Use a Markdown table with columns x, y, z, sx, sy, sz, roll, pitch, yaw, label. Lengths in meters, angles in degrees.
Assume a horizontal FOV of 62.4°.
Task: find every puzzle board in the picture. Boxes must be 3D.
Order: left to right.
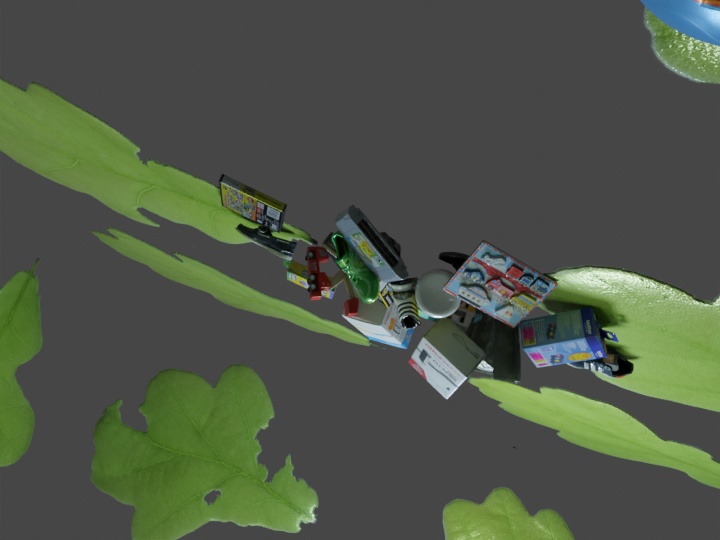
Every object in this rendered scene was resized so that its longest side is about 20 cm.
| x | y | z | sx | sy | sz | roll | pitch | yaw | label |
| --- | --- | --- | --- | --- | --- | --- | --- | --- | --- |
| 0.298 | 0.036 | 1.274 | 0.197 | 0.018 | 0.151 | 28 | 125 | -13 | puzzle board |

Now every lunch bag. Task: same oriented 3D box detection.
| x | y | z | sx | sy | sz | roll | pitch | yaw | label |
| --- | --- | --- | --- | --- | --- | --- | --- | --- | --- |
| 0.310 | 0.177 | 1.592 | 0.117 | 0.167 | 0.199 | 33 | 160 | -28 | lunch bag |

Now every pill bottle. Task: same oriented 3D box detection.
| x | y | z | sx | sy | sz | roll | pitch | yaw | label |
| --- | --- | --- | --- | --- | --- | --- | --- | --- | --- |
| 0.191 | 0.052 | 1.415 | 0.107 | 0.111 | 0.200 | 19 | -177 | 11 | pill bottle |

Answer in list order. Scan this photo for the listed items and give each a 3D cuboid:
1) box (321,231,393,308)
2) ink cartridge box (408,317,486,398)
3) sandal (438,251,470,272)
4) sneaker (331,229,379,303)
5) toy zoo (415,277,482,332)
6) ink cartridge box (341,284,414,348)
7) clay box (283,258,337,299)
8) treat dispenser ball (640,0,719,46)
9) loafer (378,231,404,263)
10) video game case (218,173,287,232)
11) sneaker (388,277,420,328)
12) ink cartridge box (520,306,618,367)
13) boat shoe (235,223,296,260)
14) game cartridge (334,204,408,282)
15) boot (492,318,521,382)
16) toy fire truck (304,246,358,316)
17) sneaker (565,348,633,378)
| x | y | z | sx | sy | sz | roll | pitch | yaw | label |
| --- | --- | --- | --- | --- | --- | --- | --- | --- | --- |
| 0.000 | 0.000 | 1.569 | 0.199 | 0.050 | 0.160 | 39 | 173 | 26 | box |
| 0.213 | 0.222 | 1.498 | 0.144 | 0.084 | 0.201 | 42 | 155 | 14 | ink cartridge box |
| 0.264 | 0.013 | 1.355 | 0.197 | 0.046 | 0.075 | 28 | 165 | -15 | sandal |
| -0.020 | -0.008 | 1.435 | 0.083 | 0.203 | 0.074 | -2 | 149 | -49 | sneaker |
| 0.219 | 0.092 | 1.538 | 0.196 | 0.132 | 0.021 | 19 | 126 | 9 | toy zoo |
| 0.067 | 0.120 | 1.783 | 0.142 | 0.150 | 0.200 | 12 | 161 | 34 | ink cartridge box |
| -0.175 | 0.028 | 2.009 | 0.197 | 0.048 | 0.115 | 23 | 163 | 0 | clay box |
| 0.242 | -0.231 | 0.330 | 0.197 | 0.204 | 0.201 | 21 | 164 | 6 | treat dispenser ball |
| 0.071 | -0.047 | 1.441 | 0.072 | 0.062 | 0.201 | 50 | 170 | 23 | loafer |
| -0.285 | -0.172 | 1.571 | 0.178 | 0.026 | 0.200 | 25 | 165 | -5 | video game case |
| 0.108 | 0.080 | 1.451 | 0.074 | 0.118 | 0.200 | -7 | -179 | 9 | sneaker |
| 0.482 | 0.154 | 1.368 | 0.197 | 0.078 | 0.136 | -16 | 146 | 26 | ink cartridge box |
| -0.273 | -0.096 | 1.720 | 0.197 | 0.063 | 0.075 | 27 | -178 | 21 | boat shoe |
| 0.021 | -0.055 | 1.354 | 0.201 | 0.040 | 0.133 | 51 | 168 | -7 | game cartridge |
| 0.324 | 0.152 | 1.381 | 0.180 | 0.204 | 0.072 | 19 | 170 | -37 | boot |
| -0.081 | 0.030 | 1.686 | 0.138 | 0.205 | 0.049 | -2 | 167 | -14 | toy fire truck |
| 0.600 | 0.219 | 1.500 | 0.196 | 0.077 | 0.084 | 17 | 167 | -14 | sneaker |
